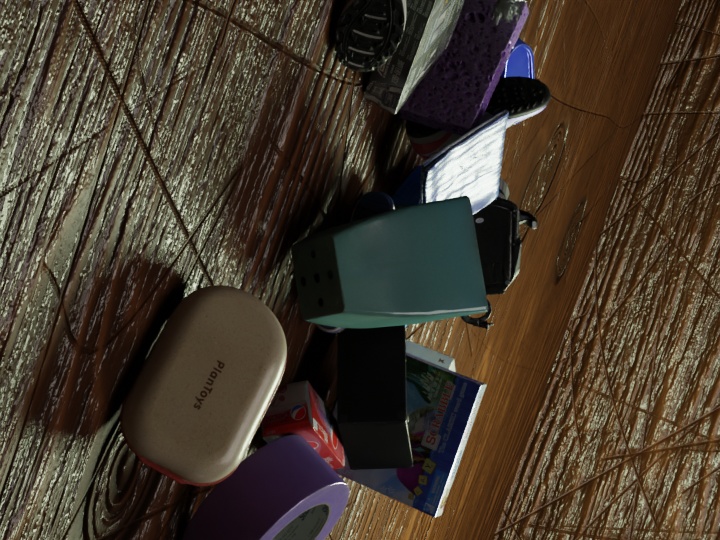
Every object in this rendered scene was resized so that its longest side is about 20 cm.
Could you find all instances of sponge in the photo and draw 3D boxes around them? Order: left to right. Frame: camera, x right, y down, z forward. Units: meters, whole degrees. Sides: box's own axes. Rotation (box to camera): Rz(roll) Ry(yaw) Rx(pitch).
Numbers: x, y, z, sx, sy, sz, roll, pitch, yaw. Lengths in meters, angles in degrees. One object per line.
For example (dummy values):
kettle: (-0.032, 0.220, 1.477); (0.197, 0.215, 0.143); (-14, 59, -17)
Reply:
sponge: (0.135, -0.279, 1.727); (0.202, 0.110, 0.030); (-65, 159, -16)

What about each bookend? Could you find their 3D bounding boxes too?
bookend: (0.022, 0.146, 1.770); (0.201, 0.091, 0.201); (80, 9, -63)

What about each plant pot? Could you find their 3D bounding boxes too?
plant pot: (0.025, 0.000, 1.560); (0.198, 0.141, 0.144); (-8, 87, -38)

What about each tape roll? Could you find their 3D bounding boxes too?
tape roll: (-0.112, 0.299, 1.551); (0.199, 0.085, 0.201); (-38, 155, -21)

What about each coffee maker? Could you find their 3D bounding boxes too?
coffee maker: (0.178, -0.042, 2.002); (0.200, 0.133, 0.194); (-73, -174, -75)

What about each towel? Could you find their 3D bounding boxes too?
towel: (0.138, -0.118, 1.745); (0.144, 0.024, 0.201); (-34, 156, -16)

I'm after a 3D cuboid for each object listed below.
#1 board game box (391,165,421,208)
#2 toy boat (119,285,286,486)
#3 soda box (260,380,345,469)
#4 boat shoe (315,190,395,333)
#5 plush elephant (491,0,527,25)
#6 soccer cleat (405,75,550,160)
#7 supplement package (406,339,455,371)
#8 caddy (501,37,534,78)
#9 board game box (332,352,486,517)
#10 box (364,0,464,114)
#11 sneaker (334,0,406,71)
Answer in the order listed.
board game box: (0.058, -0.014, 1.866); (0.200, 0.055, 0.198); (-51, 154, -45)
toy boat: (-0.160, 0.116, 1.317); (0.202, 0.130, 0.131); (-63, -169, -19)
soda box: (-0.074, 0.204, 1.659); (0.200, 0.069, 0.064); (63, 16, -64)
boat shoe: (0.000, 0.000, 1.686); (0.202, 0.071, 0.073); (-64, 161, -20)
plush elephant: (0.205, -0.440, 1.699); (0.155, 0.162, 0.202); (-66, 161, -57)
soccer cleat: (0.161, -0.202, 1.750); (0.073, 0.197, 0.069); (62, 14, -53)
supplement package: (0.080, 0.209, 2.061); (0.118, 0.116, 0.201); (-60, 160, -24)
caddy: (0.166, -0.270, 1.846); (0.141, 0.105, 0.201); (-39, 149, -16)
board game box: (0.057, 0.223, 1.878); (0.203, 0.197, 0.041); (-71, 161, 2)
box: (0.080, -0.308, 1.561); (0.158, 0.049, 0.201); (-54, 171, -38)
sneaker: (0.022, -0.314, 1.433); (0.080, 0.073, 0.202); (-86, -169, -61)
